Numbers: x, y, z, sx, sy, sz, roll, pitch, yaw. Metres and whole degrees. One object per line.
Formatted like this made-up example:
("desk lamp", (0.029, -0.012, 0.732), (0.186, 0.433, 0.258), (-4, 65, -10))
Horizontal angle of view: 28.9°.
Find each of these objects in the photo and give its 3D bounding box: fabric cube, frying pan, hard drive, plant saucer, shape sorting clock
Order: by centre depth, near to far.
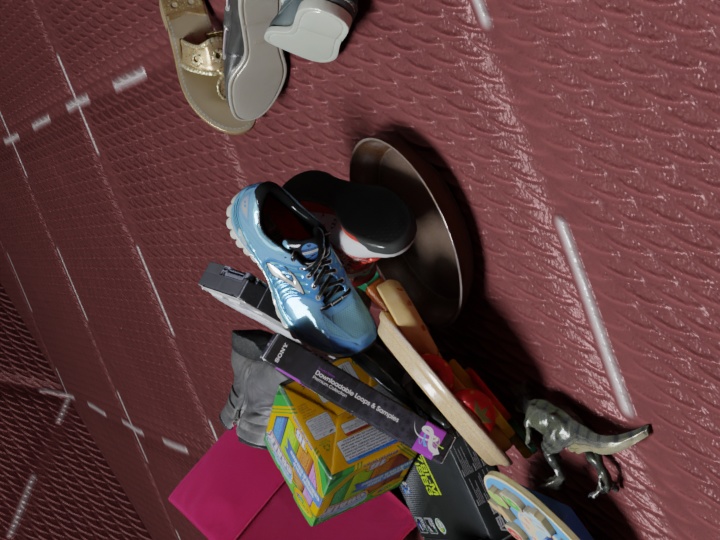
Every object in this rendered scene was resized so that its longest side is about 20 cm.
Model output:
("shape sorting clock", (0.188, 0.270, 1.331), (0.200, 0.039, 0.200), (43, 164, 16))
("plant saucer", (0.054, -0.041, 1.371), (0.200, 0.034, 0.201), (48, 152, 36))
("frying pan", (0.029, 0.101, 1.400), (0.115, 0.031, 0.190), (44, 170, -11))
("hard drive", (-0.081, 0.057, 1.631), (0.200, 0.038, 0.140), (32, 171, -26))
("fabric cube", (-0.085, 0.304, 1.773), (0.200, 0.196, 0.199), (47, 167, -27))

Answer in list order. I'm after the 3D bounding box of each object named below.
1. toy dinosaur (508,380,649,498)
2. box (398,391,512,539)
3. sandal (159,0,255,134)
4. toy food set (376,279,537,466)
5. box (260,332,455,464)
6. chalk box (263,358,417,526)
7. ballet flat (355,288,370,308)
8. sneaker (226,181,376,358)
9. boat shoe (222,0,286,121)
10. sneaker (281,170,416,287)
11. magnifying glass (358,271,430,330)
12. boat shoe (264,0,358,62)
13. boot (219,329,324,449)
("toy dinosaur", (0.191, 0.158, 1.254), (0.200, 0.047, 0.088), (16, 121, 59))
("box", (0.082, 0.206, 1.552), (0.201, 0.047, 0.193), (66, 160, -2))
("sandal", (-0.183, -0.262, 1.628), (0.070, 0.077, 0.212), (113, 134, -70))
("toy food set", (0.087, 0.107, 1.348), (0.200, 0.049, 0.198), (49, 180, 38))
("box", (-0.007, 0.124, 1.390), (0.200, 0.036, 0.143), (30, 175, -4))
("chalk box", (-0.024, 0.195, 1.558), (0.124, 0.125, 0.200), (58, 158, 22))
("ballet flat", (-0.045, 0.026, 1.640), (0.200, 0.071, 0.071), (10, 122, 65))
("sneaker", (-0.054, -0.001, 1.342), (0.200, 0.078, 0.090), (51, 157, 1))
("boat shoe", (-0.116, -0.251, 1.513), (0.200, 0.067, 0.057), (100, 156, -49))
("sneaker", (0.003, -0.027, 1.380), (0.201, 0.067, 0.108), (26, 148, 50))
("magnifying glass", (0.000, 0.000, 1.504), (0.200, 0.080, 0.022), (48, 155, 15))
("boat shoe", (-0.043, -0.252, 1.364), (0.200, 0.073, 0.062), (169, 121, -75))
("boot", (-0.100, 0.157, 1.679), (0.200, 0.070, 0.132), (26, 111, 57))
